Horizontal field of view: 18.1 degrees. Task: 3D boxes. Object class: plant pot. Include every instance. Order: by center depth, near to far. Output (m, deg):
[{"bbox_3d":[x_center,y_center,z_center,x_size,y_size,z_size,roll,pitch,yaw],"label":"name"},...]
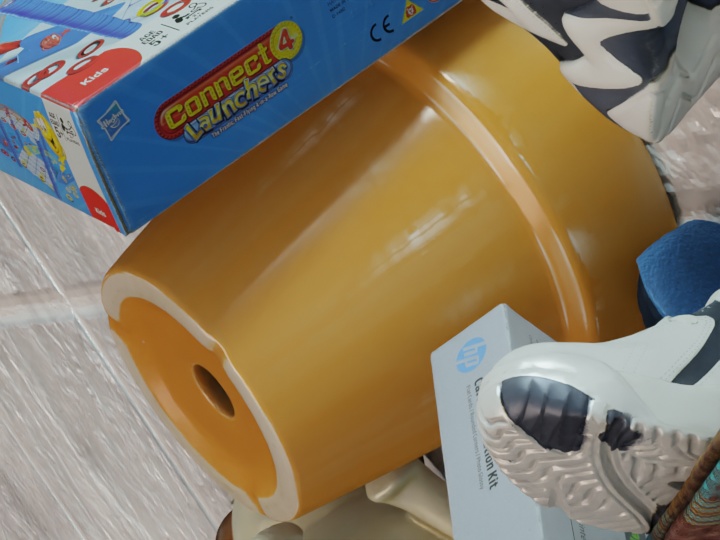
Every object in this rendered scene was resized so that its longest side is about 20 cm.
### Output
[{"bbox_3d":[0.000,0.000,0.936,0.200,0.183,0.201,43,156,24],"label":"plant pot"}]

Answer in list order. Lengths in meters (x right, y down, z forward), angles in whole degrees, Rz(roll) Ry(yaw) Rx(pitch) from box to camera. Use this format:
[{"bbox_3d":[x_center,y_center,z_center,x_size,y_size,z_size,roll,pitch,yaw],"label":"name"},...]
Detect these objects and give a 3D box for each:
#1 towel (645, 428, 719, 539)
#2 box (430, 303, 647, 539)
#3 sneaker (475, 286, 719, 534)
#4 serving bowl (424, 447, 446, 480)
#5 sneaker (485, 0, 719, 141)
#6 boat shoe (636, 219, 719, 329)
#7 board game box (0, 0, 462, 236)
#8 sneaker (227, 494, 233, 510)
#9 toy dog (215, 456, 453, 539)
[{"bbox_3d":[0.191,0.077,0.692,0.147,0.198,0.022,103,165,-63],"label":"towel"},{"bbox_3d":[0.112,0.122,0.811,0.200,0.041,0.157,37,-149,-32],"label":"box"},{"bbox_3d":[0.123,0.012,0.723,0.080,0.198,0.131,124,146,-57],"label":"sneaker"},{"bbox_3d":[0.042,0.113,1.180,0.200,0.066,0.201,42,155,24],"label":"serving bowl"},{"bbox_3d":[0.064,-0.138,0.718,0.129,0.080,0.199,35,163,20],"label":"sneaker"},{"bbox_3d":[0.178,0.066,0.847,0.201,0.084,0.069,61,171,27],"label":"boat shoe"},{"bbox_3d":[-0.074,-0.113,0.896,0.195,0.200,0.056,24,143,49],"label":"board game box"},{"bbox_3d":[-0.008,0.173,1.383,0.081,0.075,0.201,-20,108,53],"label":"sneaker"},{"bbox_3d":[0.018,0.148,1.023,0.200,0.139,0.194,52,-177,29],"label":"toy dog"}]
